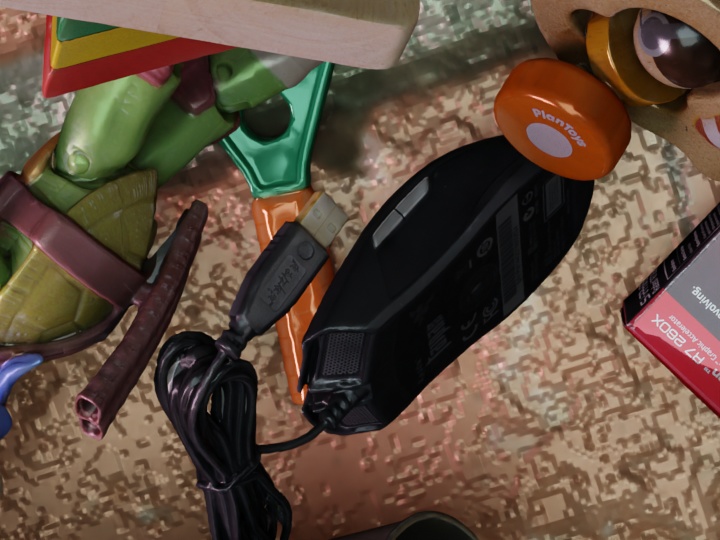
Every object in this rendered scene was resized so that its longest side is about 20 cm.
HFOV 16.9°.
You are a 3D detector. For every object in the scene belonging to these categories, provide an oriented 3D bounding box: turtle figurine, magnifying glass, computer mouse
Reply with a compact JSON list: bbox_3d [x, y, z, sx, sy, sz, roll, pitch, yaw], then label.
[{"bbox_3d":[-0.111,-0.056,0.799,0.194,0.200,0.144,-43,126,3],"label":"turtle figurine"},{"bbox_3d":[-0.033,-0.050,0.892,0.079,0.022,0.201,-10,98,7],"label":"magnifying glass"},{"bbox_3d":[0.000,0.000,0.824,0.046,0.141,0.200,35,71,28],"label":"computer mouse"}]

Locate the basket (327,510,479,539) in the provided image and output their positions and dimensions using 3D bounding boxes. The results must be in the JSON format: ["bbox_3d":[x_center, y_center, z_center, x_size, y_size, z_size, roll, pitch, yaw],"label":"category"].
[{"bbox_3d":[-0.053,0.174,0.815,0.199,0.136,0.181,-6,101,29],"label":"basket"}]

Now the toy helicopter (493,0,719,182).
[{"bbox_3d":[0.146,-0.055,0.779,0.199,0.132,0.079,31,66,3],"label":"toy helicopter"}]

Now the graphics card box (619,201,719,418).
[{"bbox_3d":[0.203,-0.012,0.859,0.125,0.051,0.200,43,100,-2],"label":"graphics card box"}]

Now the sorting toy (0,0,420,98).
[{"bbox_3d":[-0.091,-0.134,0.687,0.198,0.201,0.070,8,140,-13],"label":"sorting toy"}]

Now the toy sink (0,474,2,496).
[{"bbox_3d":[-0.224,0.056,0.883,0.200,0.112,0.131,36,102,3],"label":"toy sink"}]
